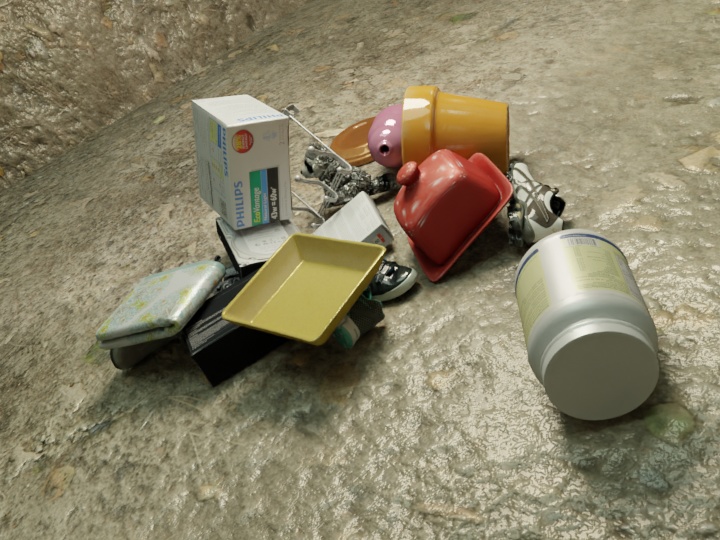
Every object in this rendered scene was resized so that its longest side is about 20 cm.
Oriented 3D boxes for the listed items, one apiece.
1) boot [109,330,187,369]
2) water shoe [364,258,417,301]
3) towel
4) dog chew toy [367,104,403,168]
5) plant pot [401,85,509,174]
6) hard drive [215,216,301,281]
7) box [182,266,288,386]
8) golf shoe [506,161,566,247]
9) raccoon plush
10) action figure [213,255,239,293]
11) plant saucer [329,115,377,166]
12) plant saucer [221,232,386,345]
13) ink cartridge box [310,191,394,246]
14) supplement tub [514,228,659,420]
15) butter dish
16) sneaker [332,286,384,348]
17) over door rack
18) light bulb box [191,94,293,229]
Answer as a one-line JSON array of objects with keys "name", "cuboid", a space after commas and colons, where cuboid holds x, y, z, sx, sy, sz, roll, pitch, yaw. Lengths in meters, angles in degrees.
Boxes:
[{"name": "boot", "cuboid": [-0.342, 0.108, 1.404, 0.130, 0.068, 0.200, 10, 44, 48]}, {"name": "water shoe", "cuboid": [0.000, 0.000, 1.293, 0.198, 0.079, 0.072, 1, 38, 39]}, {"name": "towel", "cuboid": [-0.343, 0.060, 1.356, 0.198, 0.048, 0.172, -14, 30, 29]}, {"name": "dog chew toy", "cuboid": [0.068, -0.264, 1.593, 0.123, 0.126, 0.200, -14, 15, 20]}, {"name": "plant pot", "cuboid": [0.179, -0.238, 1.443, 0.181, 0.202, 0.201, 0, 35, 13]}, {"name": "hard drive", "cuboid": [-0.180, -0.055, 1.457, 0.138, 0.038, 0.200, -11, 32, -17]}, {"name": "box", "cuboid": [-0.191, 0.082, 1.313, 0.199, 0.079, 0.141, -31, 33, -7]}, {"name": "golf shoe", "cuboid": [0.281, -0.108, 1.265, 0.093, 0.078, 0.201, -6, 40, 13]}, {"name": "raccoon plush", "cuboid": [-0.020, -0.207, 1.577, 0.198, 0.136, 0.097, -16, 2, -11]}, {"name": "action figure", "cuboid": [-0.225, -0.021, 1.523, 0.129, 0.070, 0.201, -5, 38, 25]}, {"name": "plant saucer", "cuboid": [0.010, -0.303, 1.823, 0.198, 0.038, 0.201, -20, 30, 12]}, {"name": "plant saucer", "cuboid": [-0.079, 0.034, 1.193, 0.198, 0.049, 0.200, 11, 49, 37]}, {"name": "ink cartridge box", "cuboid": [-0.041, -0.041, 1.451, 0.200, 0.050, 0.163, -42, 28, 9]}, {"name": "supplement tub", "cuboid": [0.260, 0.059, 0.919, 0.143, 0.146, 0.201, -17, 30, 15]}, {"name": "butter dish", "cuboid": [0.120, -0.120, 1.279, 0.200, 0.147, 0.200, -48, 26, 14]}, {"name": "sneaker", "cuboid": [-0.027, 0.047, 1.254, 0.091, 0.078, 0.200, -28, 38, -13]}, {"name": "over door rack", "cuboid": [-0.117, -0.196, 1.513, 0.066, 0.148, 0.200, -15, 55, -46]}, {"name": "light bulb box", "cuboid": [-0.223, -0.209, 1.485, 0.124, 0.200, 0.200, -14, 29, -26]}]
